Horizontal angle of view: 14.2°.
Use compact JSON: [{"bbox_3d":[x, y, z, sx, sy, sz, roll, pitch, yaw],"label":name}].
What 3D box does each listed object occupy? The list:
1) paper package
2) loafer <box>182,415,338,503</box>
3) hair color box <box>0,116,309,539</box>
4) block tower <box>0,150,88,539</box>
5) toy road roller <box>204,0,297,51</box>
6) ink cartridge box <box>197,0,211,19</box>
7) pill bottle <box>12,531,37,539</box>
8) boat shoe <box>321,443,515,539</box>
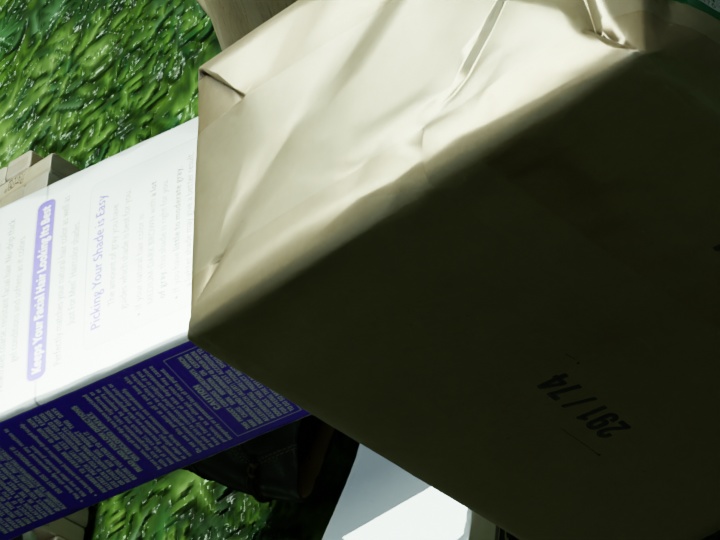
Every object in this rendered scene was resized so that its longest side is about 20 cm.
[{"bbox_3d":[0.077,-0.016,0.866,0.190,0.200,0.104,-31,42,33],"label":"paper package"},{"bbox_3d":[0.000,0.000,1.100,0.072,0.073,0.200,26,82,31],"label":"loafer"},{"bbox_3d":[-0.090,0.020,1.045,0.199,0.065,0.110,-22,44,20],"label":"hair color box"},{"bbox_3d":[-0.143,0.041,1.250,0.054,0.058,0.201,-29,44,38],"label":"block tower"},{"bbox_3d":[0.051,-0.112,1.030,0.200,0.123,0.146,-28,51,-7],"label":"toy road roller"},{"bbox_3d":[0.019,-0.168,1.195,0.200,0.075,0.165,-50,35,10],"label":"ink cartridge box"},{"bbox_3d":[-0.194,0.124,1.115,0.116,0.200,0.116,-33,38,31],"label":"pill bottle"},{"bbox_3d":[0.031,0.077,0.992,0.068,0.057,0.201,-11,54,37],"label":"boat shoe"}]
